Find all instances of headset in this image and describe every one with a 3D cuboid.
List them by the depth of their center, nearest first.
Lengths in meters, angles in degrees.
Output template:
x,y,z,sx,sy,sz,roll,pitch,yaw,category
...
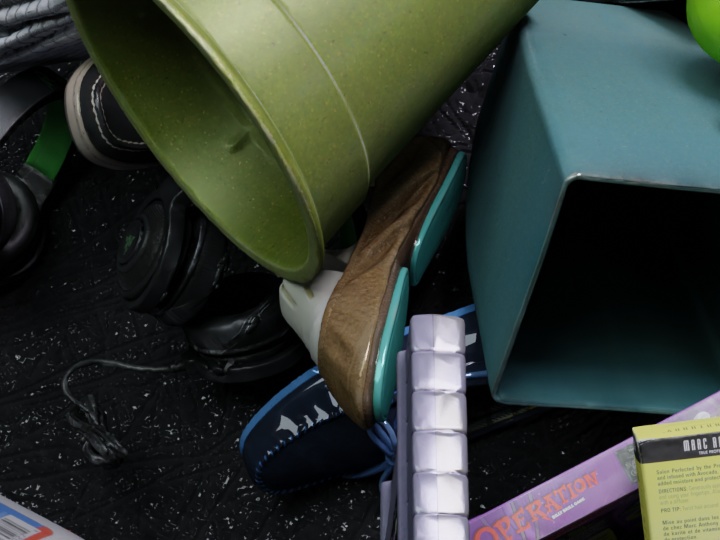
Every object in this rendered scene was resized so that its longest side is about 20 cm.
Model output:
x,y,z,sx,sy,sz,roll,pitch,yaw,category
-0.080,0.020,1.322,0.200,0.124,0.094,-43,29,4,headset
-0.239,-0.035,1.432,0.094,0.123,0.201,32,90,12,headset

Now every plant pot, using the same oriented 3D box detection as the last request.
x,y,z,sx,sy,sz,roll,pitch,yaw,category
-0.014,-0.130,1.214,0.190,0.200,0.200,-38,52,-15,plant pot
0.130,-0.048,1.253,0.141,0.142,0.200,4,39,-16,plant pot

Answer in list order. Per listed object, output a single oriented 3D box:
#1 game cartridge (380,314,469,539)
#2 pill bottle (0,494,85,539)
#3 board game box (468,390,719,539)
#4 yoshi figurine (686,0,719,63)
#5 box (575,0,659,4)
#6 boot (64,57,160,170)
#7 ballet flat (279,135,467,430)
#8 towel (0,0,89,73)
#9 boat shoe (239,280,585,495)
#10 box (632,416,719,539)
x,y,z,sx,sy,sz,roll,pitch,yaw,category
0.028,0.127,1.172,0.038,0.200,0.130,5,56,0,game cartridge
-0.240,0.159,1.316,0.199,0.112,0.112,23,70,33,pill bottle
0.148,0.097,1.189,0.199,0.120,0.032,-28,77,3,board game box
0.232,-0.103,1.174,0.200,0.112,0.112,46,111,13,yoshi figurine
0.124,-0.240,1.314,0.047,0.194,0.200,-16,10,-25,box
-0.052,-0.110,1.351,0.150,0.200,0.074,-13,90,40,boot
0.000,0.000,1.256,0.072,0.068,0.201,11,48,9,ballet flat
-0.136,-0.173,1.390,0.200,0.165,0.086,-11,92,50,towel
0.032,0.070,1.280,0.199,0.084,0.069,-28,56,6,boat shoe
0.170,0.168,1.106,0.075,0.050,0.201,-8,91,4,box
